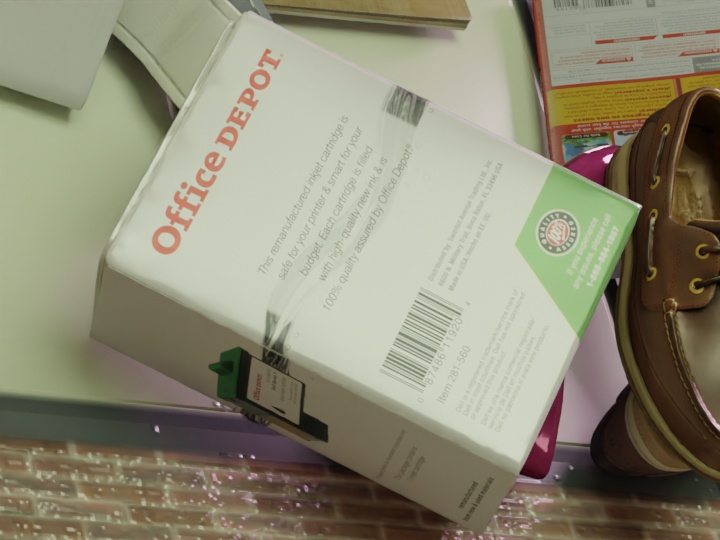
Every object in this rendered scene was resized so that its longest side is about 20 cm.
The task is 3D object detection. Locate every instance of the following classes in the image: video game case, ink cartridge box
[{"bbox_3d":[0.166,-0.081,1.509,0.142,0.017,0.200,-5,50,2],"label":"video game case"},{"bbox_3d":[0.000,0.000,1.282,0.200,0.084,0.146,27,63,2],"label":"ink cartridge box"}]

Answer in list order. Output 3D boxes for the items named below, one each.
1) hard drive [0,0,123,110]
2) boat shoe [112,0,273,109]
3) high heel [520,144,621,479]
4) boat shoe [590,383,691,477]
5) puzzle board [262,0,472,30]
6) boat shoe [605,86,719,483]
[{"bbox_3d":[-0.196,-0.163,1.314,0.199,0.132,0.026,18,14,-20],"label":"hard drive"},{"bbox_3d":[-0.090,-0.133,1.417,0.200,0.073,0.062,55,9,25],"label":"boat shoe"},{"bbox_3d":[0.097,0.020,1.389,0.096,0.068,0.200,36,56,14],"label":"high heel"},{"bbox_3d":[0.186,0.049,1.424,0.200,0.065,0.072,-27,93,-41],"label":"boat shoe"},{"bbox_3d":[-0.036,-0.207,1.538,0.150,0.017,0.200,2,52,-31],"label":"puzzle board"},{"bbox_3d":[0.159,0.003,1.345,0.072,0.068,0.201,8,52,-20],"label":"boat shoe"}]
